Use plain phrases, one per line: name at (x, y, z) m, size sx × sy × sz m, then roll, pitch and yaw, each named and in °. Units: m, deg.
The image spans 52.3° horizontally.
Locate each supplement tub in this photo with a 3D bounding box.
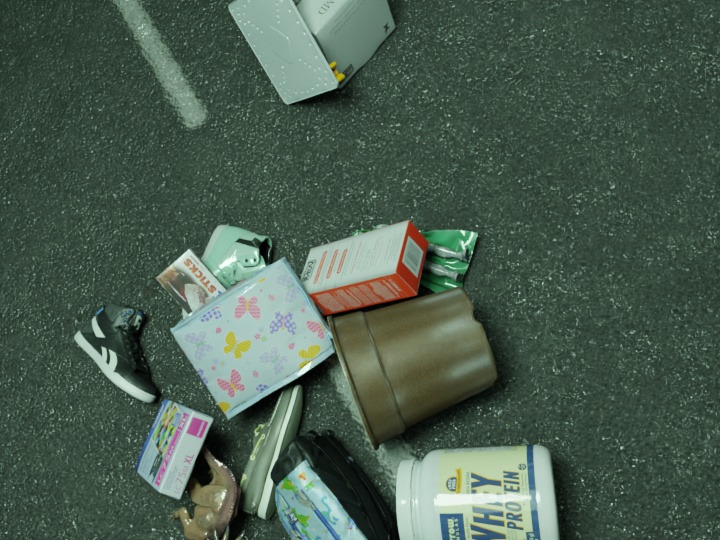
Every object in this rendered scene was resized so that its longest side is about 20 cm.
supplement tub at (0.156, 0.308, 0.968) m, size 0.199 × 0.145 × 0.146 m, roll -7°, pitch 68°, yaw 13°

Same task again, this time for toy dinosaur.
toy dinosaur at (-0.205, 0.349, 1.047) m, size 0.135 × 0.086 × 0.201 m, roll -1°, pitch 79°, yaw 50°

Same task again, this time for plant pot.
plant pot at (0.078, 0.125, 1.043) m, size 0.197 × 0.200 × 0.201 m, roll -20°, pitch 65°, yaw 0°

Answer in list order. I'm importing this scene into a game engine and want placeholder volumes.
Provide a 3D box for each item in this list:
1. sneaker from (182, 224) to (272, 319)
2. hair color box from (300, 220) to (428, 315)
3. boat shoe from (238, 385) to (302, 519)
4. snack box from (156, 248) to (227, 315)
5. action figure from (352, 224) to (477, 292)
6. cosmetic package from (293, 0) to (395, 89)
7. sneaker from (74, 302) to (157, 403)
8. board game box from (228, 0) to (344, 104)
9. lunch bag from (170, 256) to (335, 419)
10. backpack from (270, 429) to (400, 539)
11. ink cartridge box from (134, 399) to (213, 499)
sneaker at (-0.216, 0.019, 1.222) m, size 0.118 × 0.074 × 0.201 m, roll 9°, pitch 70°, yaw 26°
hair color box at (0.000, 0.000, 1.124) m, size 0.199 × 0.061 × 0.102 m, roll -13°, pitch 46°, yaw 37°
boat shoe at (-0.137, 0.267, 1.109) m, size 0.060 × 0.072 × 0.203 m, roll 12°, pitch 77°, yaw 15°
snack box at (-0.235, 0.063, 1.186) m, size 0.072 × 0.024 × 0.200 m, roll -41°, pitch 98°, yaw -3°
action figure at (0.075, -0.031, 1.175) m, size 0.199 × 0.055 × 0.119 m, roll 16°, pitch 78°, yaw 25°
cosmetic package at (-0.072, -0.473, 1.321) m, size 0.200 × 0.165 × 0.165 m, roll 37°, pitch 83°, yaw 25°
sneaker at (-0.390, 0.124, 1.235) m, size 0.200 × 0.073 × 0.112 m, roll 35°, pitch 84°, yaw 26°
board game box at (-0.128, -0.391, 1.256) m, size 0.026 × 0.200 × 0.200 m, roll -40°, pitch 22°, yaw -23°
lunch bag at (-0.155, 0.098, 1.123) m, size 0.200 × 0.127 × 0.170 m, roll -32°, pitch 97°, yaw 9°
backpack at (-0.032, 0.337, 1.017) m, size 0.200 × 0.163 × 0.154 m, roll 36°, pitch 91°, yaw 18°
ink cartridge box at (-0.288, 0.261, 1.105) m, size 0.042 × 0.200 × 0.120 m, roll 27°, pitch 75°, yaw -22°
